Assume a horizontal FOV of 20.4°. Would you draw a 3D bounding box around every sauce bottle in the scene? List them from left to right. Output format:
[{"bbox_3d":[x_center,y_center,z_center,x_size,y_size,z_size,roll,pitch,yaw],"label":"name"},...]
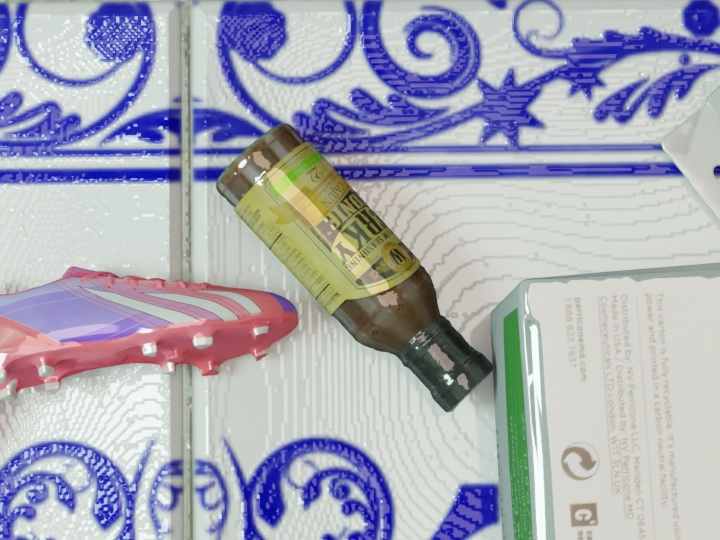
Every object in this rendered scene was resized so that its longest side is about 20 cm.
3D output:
[{"bbox_3d":[0.000,0.000,1.215,0.065,0.065,0.200,-44,88,-6],"label":"sauce bottle"}]

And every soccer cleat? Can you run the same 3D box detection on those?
[{"bbox_3d":[-0.139,0.026,1.210,0.200,0.067,0.077,-9,68,-4],"label":"soccer cleat"}]

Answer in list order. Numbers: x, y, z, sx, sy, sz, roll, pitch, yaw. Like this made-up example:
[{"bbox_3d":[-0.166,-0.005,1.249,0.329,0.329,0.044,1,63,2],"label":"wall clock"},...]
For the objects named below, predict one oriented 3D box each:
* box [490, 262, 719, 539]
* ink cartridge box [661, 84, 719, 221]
[{"bbox_3d":[0.184,0.102,1.153,0.200,0.171,0.199,-3,84,-1],"label":"box"},{"bbox_3d":[0.298,-0.101,1.231,0.200,0.067,0.117,-38,86,-5],"label":"ink cartridge box"}]
